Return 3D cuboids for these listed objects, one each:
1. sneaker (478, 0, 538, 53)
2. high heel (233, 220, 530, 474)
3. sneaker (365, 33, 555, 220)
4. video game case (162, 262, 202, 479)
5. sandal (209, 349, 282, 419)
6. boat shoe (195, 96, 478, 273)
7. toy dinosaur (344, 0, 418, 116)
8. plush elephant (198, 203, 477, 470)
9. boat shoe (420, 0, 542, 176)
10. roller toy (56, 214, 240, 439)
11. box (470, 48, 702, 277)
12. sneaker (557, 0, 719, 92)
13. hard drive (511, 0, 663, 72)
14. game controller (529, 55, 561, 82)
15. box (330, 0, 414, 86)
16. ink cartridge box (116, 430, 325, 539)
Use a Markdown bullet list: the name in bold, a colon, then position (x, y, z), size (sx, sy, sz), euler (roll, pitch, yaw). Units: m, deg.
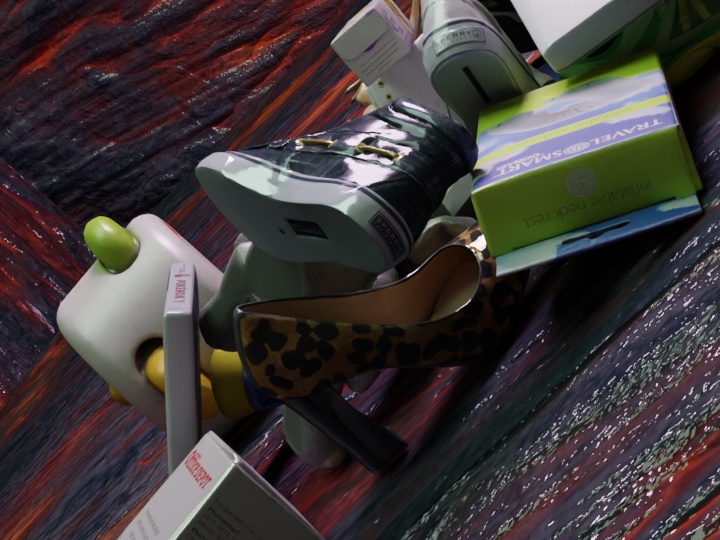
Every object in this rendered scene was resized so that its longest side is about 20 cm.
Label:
- **sneaker**: position (0.096, -0.238, 1.311), size (0.075, 0.200, 0.117), euler (-16, 70, 25)
- **high heel**: position (0.019, 0.005, 1.049), size (0.201, 0.142, 0.071), euler (-55, 33, -10)
- **sneaker**: position (0.042, -0.084, 1.292), size (0.201, 0.115, 0.074), euler (-57, -16, 12)
- **video game case**: position (-0.124, 0.109, 1.276), size (0.182, 0.023, 0.202), euler (-114, 22, -78)
- **sandal**: position (-0.033, 0.053, 1.354), size (0.086, 0.080, 0.200), euler (0, 28, 25)
- **boat shoe**: position (-0.014, -0.055, 1.051), size (0.091, 0.071, 0.199), euler (-45, 32, -20)
- **toy dinosaur**: position (0.020, -0.130, 1.407), size (0.101, 0.058, 0.202), euler (178, 114, -80)
- **plush elephant**: position (0.000, 0.000, 1.198), size (0.165, 0.154, 0.202), euler (41, 130, 43)
- **boat shoe**: position (0.088, -0.120, 1.169), size (0.073, 0.200, 0.067), euler (-16, 62, 9)
- **roller toy**: position (-0.159, 0.059, 1.518), size (0.140, 0.200, 0.182), euler (-49, -25, -2)
- **box**: position (0.126, -0.066, 1.027), size (0.121, 0.048, 0.200), euler (-18, 17, 11)
- **sneaker**: position (0.200, -0.175, 1.121), size (0.200, 0.083, 0.074), euler (-46, 10, 15)
- **hard drive**: position (0.141, -0.227, 1.140), size (0.131, 0.027, 0.201), euler (-35, 43, 13)
- **game controller**: position (0.131, -0.124, 1.347), size (0.105, 0.042, 0.200), euler (-55, 11, -31)
- **box**: position (0.011, -0.166, 1.262), size (0.041, 0.039, 0.200), euler (-41, 7, 11)
- **ink cartridge box**: position (-0.118, 0.206, 1.082), size (0.200, 0.084, 0.146), euler (-49, 10, -6)
